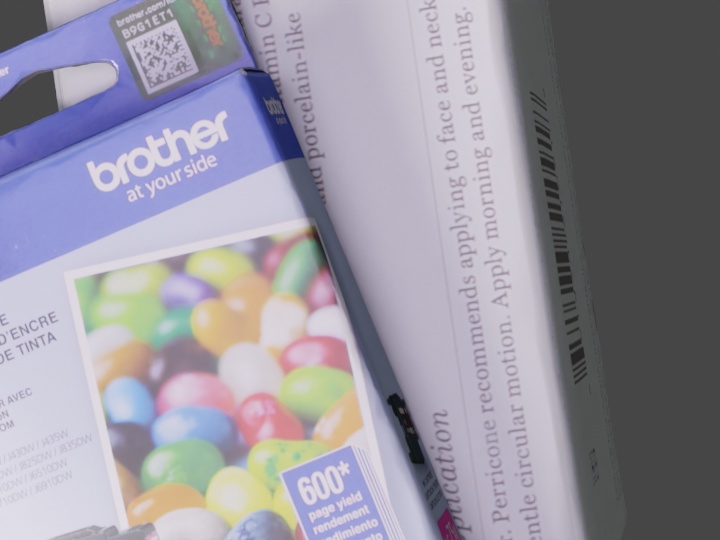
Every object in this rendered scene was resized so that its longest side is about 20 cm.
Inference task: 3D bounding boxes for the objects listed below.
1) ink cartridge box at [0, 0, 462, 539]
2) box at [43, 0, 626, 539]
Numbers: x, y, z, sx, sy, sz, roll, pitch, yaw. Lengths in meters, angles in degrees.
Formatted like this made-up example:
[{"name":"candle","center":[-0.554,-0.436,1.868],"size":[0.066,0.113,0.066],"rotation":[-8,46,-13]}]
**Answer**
[{"name":"ink cartridge box","center":[-0.054,0.033,0.653],"size":[0.119,0.042,0.201],"rotation":[-22,88,9]},{"name":"box","center":[0.000,0.000,0.764],"size":[0.130,0.200,0.200],"rotation":[-8,90,8]}]
